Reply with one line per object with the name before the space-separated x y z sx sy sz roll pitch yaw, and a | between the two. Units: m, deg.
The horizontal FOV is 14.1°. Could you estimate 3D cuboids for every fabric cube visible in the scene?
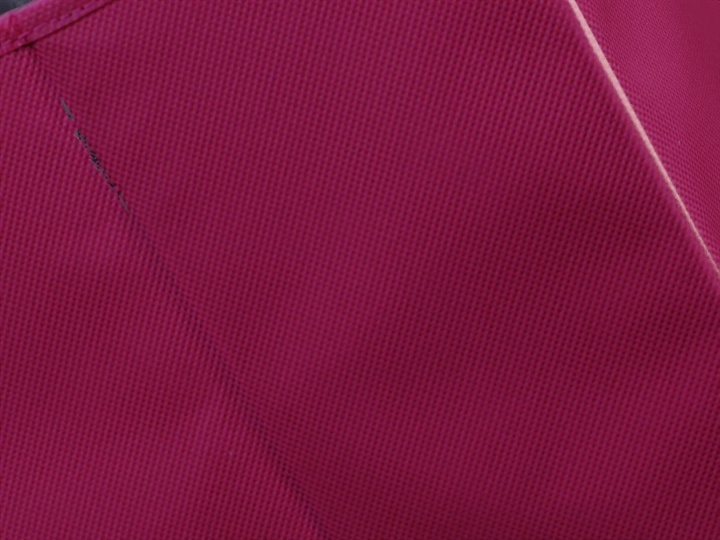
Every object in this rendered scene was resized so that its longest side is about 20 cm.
fabric cube | 0.000 0.000 0.636 0.199 0.200 0.196 60 20 -15
